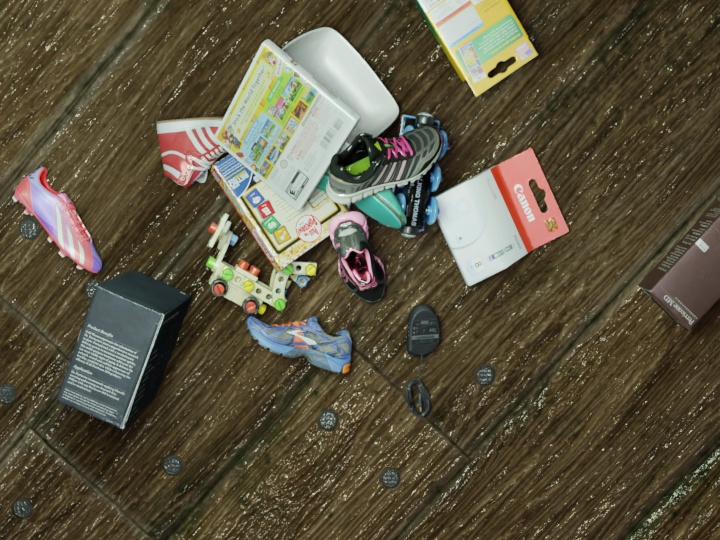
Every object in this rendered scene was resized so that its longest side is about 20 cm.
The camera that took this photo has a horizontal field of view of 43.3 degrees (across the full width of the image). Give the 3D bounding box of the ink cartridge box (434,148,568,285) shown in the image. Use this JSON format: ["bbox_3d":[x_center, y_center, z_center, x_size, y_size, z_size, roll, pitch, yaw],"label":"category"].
[{"bbox_3d":[0.235,-0.090,1.531,0.197,0.047,0.162,-26,95,6],"label":"ink cartridge box"}]

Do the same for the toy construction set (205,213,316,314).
[{"bbox_3d":[-0.183,-0.004,1.529,0.198,0.092,0.132,32,97,-3],"label":"toy construction set"}]

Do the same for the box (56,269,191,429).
[{"bbox_3d":[-0.384,0.123,1.495,0.122,0.200,0.200,23,97,-1],"label":"box"}]

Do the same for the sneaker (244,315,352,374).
[{"bbox_3d":[-0.103,0.112,1.559,0.196,0.075,0.080,19,88,-9],"label":"sneaker"}]

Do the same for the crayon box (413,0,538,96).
[{"bbox_3d":[0.187,-0.405,1.492,0.125,0.052,0.202,-32,95,5],"label":"crayon box"}]

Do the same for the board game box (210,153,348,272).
[{"bbox_3d":[-0.129,-0.124,1.487,0.150,0.046,0.202,-34,92,-17],"label":"board game box"}]

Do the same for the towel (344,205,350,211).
[{"bbox_3d":[-0.100,-0.168,1.542,0.196,0.024,0.150,18,96,-1],"label":"towel"}]

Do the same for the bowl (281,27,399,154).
[{"bbox_3d":[-0.052,-0.279,1.458,0.201,0.200,0.074,50,130,-4],"label":"bowl"}]

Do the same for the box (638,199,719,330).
[{"bbox_3d":[0.576,-0.011,1.521,0.100,0.075,0.201,40,98,-4],"label":"box"}]

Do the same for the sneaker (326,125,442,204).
[{"bbox_3d":[0.035,-0.172,1.368,0.197,0.088,0.075,-24,61,-6],"label":"sneaker"}]

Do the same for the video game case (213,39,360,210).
[{"bbox_3d":[-0.117,-0.217,1.384,0.181,0.023,0.201,39,129,1],"label":"video game case"}]

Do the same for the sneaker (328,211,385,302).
[{"bbox_3d":[0.000,0.000,1.486,0.078,0.096,0.201,-21,138,3],"label":"sneaker"}]

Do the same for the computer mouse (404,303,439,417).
[{"bbox_3d":[0.103,0.156,1.577,0.057,0.034,0.204,0,102,-16],"label":"computer mouse"}]

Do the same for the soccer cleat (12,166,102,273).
[{"bbox_3d":[-0.504,-0.083,1.543,0.076,0.067,0.200,-43,92,1],"label":"soccer cleat"}]

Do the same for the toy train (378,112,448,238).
[{"bbox_3d":[0.084,-0.158,1.492,0.085,0.114,0.204,5,96,-18],"label":"toy train"}]

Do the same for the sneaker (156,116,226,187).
[{"bbox_3d":[-0.247,-0.196,1.503,0.196,0.071,0.115,1,98,24],"label":"sneaker"}]

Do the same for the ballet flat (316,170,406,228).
[{"bbox_3d":[-0.002,-0.140,1.444,0.198,0.068,0.071,27,65,13],"label":"ballet flat"}]
